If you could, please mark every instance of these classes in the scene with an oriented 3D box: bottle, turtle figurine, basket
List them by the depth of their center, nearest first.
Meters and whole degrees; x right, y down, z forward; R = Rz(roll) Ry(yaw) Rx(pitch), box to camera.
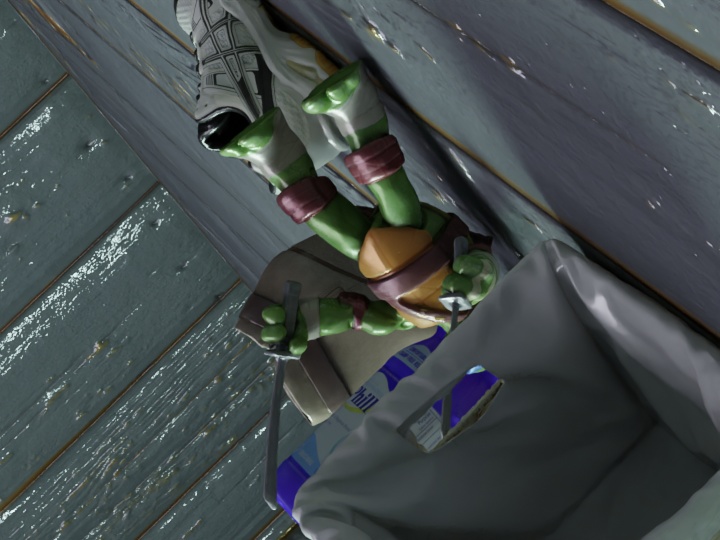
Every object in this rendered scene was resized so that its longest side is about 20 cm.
[{"bbox_3d":[0.112,0.130,1.036,0.200,0.198,0.161,40,174,48],"label":"basket"},{"bbox_3d":[0.000,0.000,1.175,0.195,0.199,0.144,57,157,-10],"label":"turtle figurine"},{"bbox_3d":[0.036,0.088,1.290,0.065,0.200,0.083,49,175,-28],"label":"bottle"}]

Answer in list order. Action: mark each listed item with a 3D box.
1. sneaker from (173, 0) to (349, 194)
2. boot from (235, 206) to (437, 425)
[{"bbox_3d":[-0.078,-0.120,1.307,0.200,0.088,0.076,44,176,47],"label":"sneaker"},{"bbox_3d":[0.014,0.056,1.526,0.200,0.146,0.070,46,173,9],"label":"boot"}]
